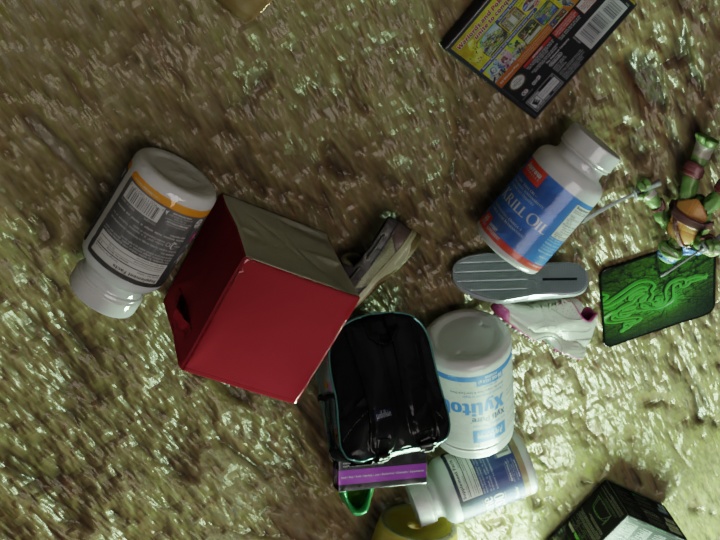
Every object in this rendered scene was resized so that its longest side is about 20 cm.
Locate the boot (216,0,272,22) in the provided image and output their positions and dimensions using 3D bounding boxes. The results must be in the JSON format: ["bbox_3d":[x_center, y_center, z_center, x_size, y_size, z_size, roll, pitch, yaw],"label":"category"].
[{"bbox_3d":[-0.150,-0.398,1.271,0.200,0.066,0.175,32,120,-32],"label":"boot"}]

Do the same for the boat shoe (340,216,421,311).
[{"bbox_3d":[0.000,0.000,1.590,0.066,0.072,0.201,43,118,-6],"label":"boat shoe"}]

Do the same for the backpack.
[{"bbox_3d":[0.021,0.159,1.606,0.175,0.153,0.201,-10,91,-17],"label":"backpack"}]

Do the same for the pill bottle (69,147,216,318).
[{"bbox_3d":[-0.277,-0.045,1.431,0.116,0.116,0.200,24,113,-30],"label":"pill bottle"}]

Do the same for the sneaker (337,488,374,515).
[{"bbox_3d":[-0.002,0.290,1.763,0.074,0.084,0.201,-9,116,-11],"label":"sneaker"}]

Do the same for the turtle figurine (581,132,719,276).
[{"bbox_3d":[0.467,-0.092,1.635,0.200,0.144,0.194,15,113,-30],"label":"turtle figurine"}]

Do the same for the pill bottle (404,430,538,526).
[{"bbox_3d":[0.177,0.341,1.846,0.199,0.111,0.111,-20,127,-5],"label":"pill bottle"}]

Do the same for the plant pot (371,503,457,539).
[{"bbox_3d":[0.082,0.499,1.884,0.200,0.201,0.190,1,106,-19],"label":"plant pot"}]

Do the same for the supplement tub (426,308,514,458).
[{"bbox_3d":[0.164,0.169,1.709,0.132,0.132,0.200,-16,129,-8],"label":"supplement tub"}]

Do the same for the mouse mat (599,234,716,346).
[{"bbox_3d":[0.473,0.034,1.805,0.199,0.008,0.161,-17,126,-6],"label":"mouse mat"}]

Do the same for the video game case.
[{"bbox_3d":[0.231,-0.319,1.474,0.181,0.026,0.200,30,110,-33],"label":"video game case"}]

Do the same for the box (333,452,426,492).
[{"bbox_3d":[0.029,0.225,1.713,0.143,0.036,0.201,-2,96,-18],"label":"box"}]

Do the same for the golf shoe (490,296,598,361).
[{"bbox_3d":[0.281,0.068,1.731,0.200,0.075,0.092,23,102,-36],"label":"golf shoe"}]

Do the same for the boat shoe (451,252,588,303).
[{"bbox_3d":[0.231,0.019,1.672,0.199,0.067,0.074,7,79,1],"label":"boat shoe"}]

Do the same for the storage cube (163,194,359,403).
[{"bbox_3d":[-0.133,0.037,1.501,0.200,0.171,0.180,20,113,-28],"label":"storage cube"}]

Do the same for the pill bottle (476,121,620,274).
[{"bbox_3d":[0.262,-0.103,1.576,0.112,0.112,0.200,27,110,-31],"label":"pill bottle"}]

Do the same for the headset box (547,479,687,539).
[{"bbox_3d":[0.451,0.498,2.056,0.174,0.093,0.200,26,112,-31],"label":"headset box"}]
